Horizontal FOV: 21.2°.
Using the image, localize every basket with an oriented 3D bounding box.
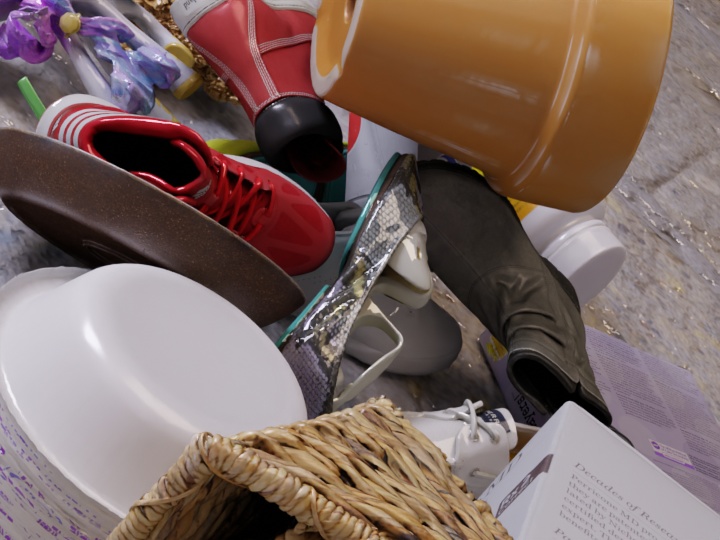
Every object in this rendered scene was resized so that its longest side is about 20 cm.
[{"bbox_3d":[-0.039,0.169,0.801,0.143,0.200,0.149,50,24,18],"label":"basket"}]

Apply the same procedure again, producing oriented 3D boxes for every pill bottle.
[{"bbox_3d":[0.117,-0.062,1.514,0.200,0.109,0.109,51,27,23],"label":"pill bottle"}]

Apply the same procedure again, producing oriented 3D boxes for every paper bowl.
[{"bbox_3d":[-0.108,0.076,0.979,0.200,0.104,0.201,30,27,-17],"label":"paper bowl"}]

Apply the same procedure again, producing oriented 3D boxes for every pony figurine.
[{"bbox_3d":[-0.194,-0.177,1.258,0.200,0.166,0.193,50,9,3],"label":"pony figurine"}]

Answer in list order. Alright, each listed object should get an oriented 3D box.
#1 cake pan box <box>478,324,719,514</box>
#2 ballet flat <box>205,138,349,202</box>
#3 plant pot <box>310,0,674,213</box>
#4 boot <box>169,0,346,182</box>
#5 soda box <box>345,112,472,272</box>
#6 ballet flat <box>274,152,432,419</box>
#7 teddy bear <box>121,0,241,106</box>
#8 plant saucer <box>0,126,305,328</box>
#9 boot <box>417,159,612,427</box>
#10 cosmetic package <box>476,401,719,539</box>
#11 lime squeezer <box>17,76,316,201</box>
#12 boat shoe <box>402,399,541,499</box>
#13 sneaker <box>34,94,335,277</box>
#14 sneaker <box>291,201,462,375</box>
[{"bbox_3d":[0.195,0.120,1.389,0.200,0.052,0.184,22,32,-34],"label":"cake pan box"},{"bbox_3d":[-0.043,-0.065,1.363,0.067,0.067,0.200,21,10,40],"label":"ballet flat"},{"bbox_3d":[0.072,-0.151,1.215,0.183,0.201,0.200,10,33,-14],"label":"plant pot"},{"bbox_3d":[-0.046,-0.119,1.295,0.144,0.072,0.200,57,13,7],"label":"boot"},{"bbox_3d":[0.035,-0.100,1.346,0.068,0.201,0.063,4,1,41],"label":"soda box"},{"bbox_3d":[0.004,0.017,1.183,0.072,0.072,0.201,36,62,-8],"label":"ballet flat"},{"bbox_3d":[-0.146,-0.178,1.417,0.200,0.067,0.145,18,22,-26],"label":"teddy bear"},{"bbox_3d":[-0.126,-0.016,1.086,0.200,0.035,0.200,27,-12,6],"label":"plant saucer"},{"bbox_3d":[0.096,0.020,1.262,0.200,0.068,0.131,41,21,-31],"label":"boot"},{"bbox_3d":[0.108,0.207,0.983,0.165,0.165,0.200,38,24,-2],"label":"cosmetic package"},{"bbox_3d":[-0.132,-0.050,1.198,0.200,0.071,0.038,23,8,-8],"label":"lime squeezer"},{"bbox_3d":[0.065,0.110,1.199,0.200,0.070,0.071,19,32,-37],"label":"boat shoe"},{"bbox_3d":[-0.089,-0.037,1.127,0.200,0.079,0.115,19,2,-25],"label":"sneaker"},{"bbox_3d":[0.000,0.000,1.273,0.200,0.089,0.075,26,26,-27],"label":"sneaker"}]
